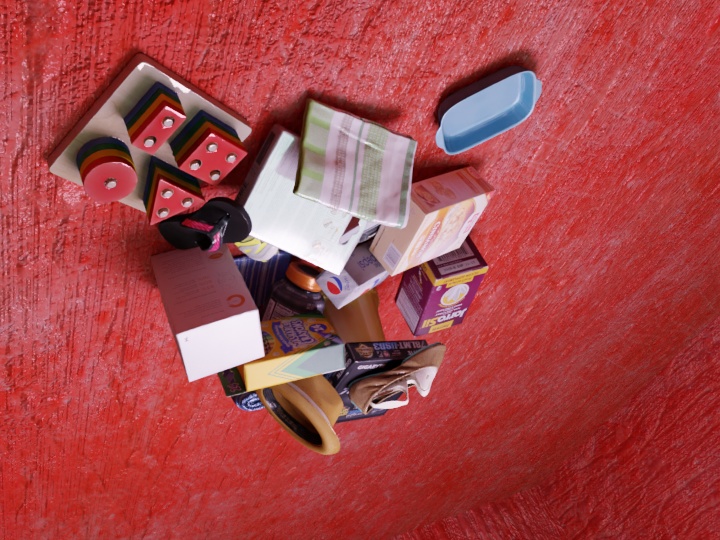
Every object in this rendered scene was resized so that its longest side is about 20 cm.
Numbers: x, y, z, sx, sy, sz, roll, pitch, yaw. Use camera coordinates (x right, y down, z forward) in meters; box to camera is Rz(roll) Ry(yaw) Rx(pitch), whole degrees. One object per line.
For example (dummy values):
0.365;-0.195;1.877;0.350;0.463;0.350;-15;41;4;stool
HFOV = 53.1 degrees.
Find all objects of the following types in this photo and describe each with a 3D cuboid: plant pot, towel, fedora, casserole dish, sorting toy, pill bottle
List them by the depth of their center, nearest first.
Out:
-0.268;-0.149;0.954;0.198;0.070;0.199;-41;147;18;sorting toy
-0.002;-0.155;1.062;0.197;0.153;0.030;14;166;-34;towel
0.204;-0.268;1.185;0.197;0.039;0.122;-26;148;-3;casserole dish
-0.094;0.221;1.220;0.082;0.199;0.202;-44;156;-28;fedora
-0.220;0.028;1.283;0.196;0.024;0.146;-11;143;-26;towel
-0.128;0.088;1.292;0.105;0.106;0.203;9;110;-44;pill bottle
-0.207;0.202;1.373;0.110;0.200;0.050;-16;115;-20;towel
-0.035;0.120;1.399;0.197;0.191;0.202;-21;148;-14;plant pot

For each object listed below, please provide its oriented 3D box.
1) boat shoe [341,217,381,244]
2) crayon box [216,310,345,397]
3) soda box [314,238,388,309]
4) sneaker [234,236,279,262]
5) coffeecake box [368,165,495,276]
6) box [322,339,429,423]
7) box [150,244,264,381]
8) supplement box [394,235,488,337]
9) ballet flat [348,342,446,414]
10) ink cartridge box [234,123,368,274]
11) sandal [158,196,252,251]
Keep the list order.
-0.029;-0.064;1.255;0.197;0.073;0.072;-21;143;-16;boat shoe
-0.137;0.130;1.169;0.196;0.126;0.053;-12;116;-20;crayon box
0.000;0.000;1.295;0.064;0.068;0.199;-46;172;27;soda box
-0.130;-0.096;1.134;0.076;0.076;0.201;24;115;-41;sneaker
0.129;-0.092;1.297;0.198;0.073;0.155;-22;151;-41;coffeecake box
0.011;0.208;1.334;0.197;0.050;0.199;2;138;-41;box
-0.240;0.054;1.120;0.122;0.201;0.099;-17;131;-17;box
0.166;0.031;1.511;0.129;0.104;0.202;-15;146;-22;supplement box
0.075;0.196;1.258;0.197;0.073;0.068;-22;144;-14;ballet flat
-0.081;-0.103;1.092;0.198;0.057;0.164;23;103;-35;ink cartridge box
-0.230;-0.054;1.041;0.197;0.045;0.076;-11;125;40;sandal
